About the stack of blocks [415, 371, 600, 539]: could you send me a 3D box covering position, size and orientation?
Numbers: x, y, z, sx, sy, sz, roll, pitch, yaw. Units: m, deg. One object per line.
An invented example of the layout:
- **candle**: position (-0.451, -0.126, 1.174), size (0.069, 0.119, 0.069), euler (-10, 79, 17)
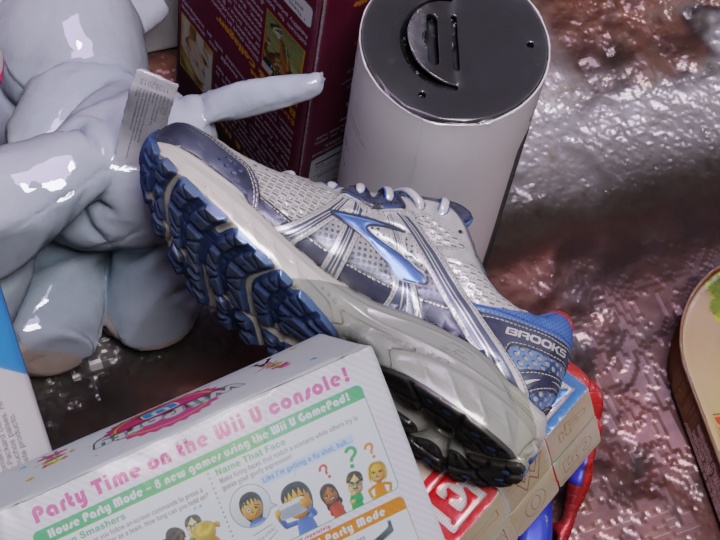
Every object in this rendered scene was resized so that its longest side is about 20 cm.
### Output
- **stack of blocks**: position (-0.005, 0.103, 0.702), size (0.115, 0.059, 0.200), euler (37, 76, 28)

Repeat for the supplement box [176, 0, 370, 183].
- **supplement box**: position (-0.023, -0.125, 0.780), size (0.085, 0.200, 0.111), euler (-30, 68, -22)

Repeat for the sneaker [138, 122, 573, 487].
- **sneaker**: position (0.000, 0.000, 0.667), size (0.200, 0.077, 0.085), euler (38, 62, 1)

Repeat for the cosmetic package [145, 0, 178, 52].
- **cosmetic package**: position (-0.120, -0.173, 0.849), size (0.198, 0.113, 0.082), euler (-15, 63, -15)

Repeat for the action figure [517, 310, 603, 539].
- **action figure**: position (0.069, 0.109, 0.746), size (0.065, 0.052, 0.201), euler (18, 67, -1)

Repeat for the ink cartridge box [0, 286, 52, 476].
- **ink cartridge box**: position (-0.221, 0.068, 0.588), size (0.199, 0.084, 0.147), euler (-19, 95, -33)

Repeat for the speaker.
- **speaker**: position (0.029, -0.046, 0.741), size (0.080, 0.200, 0.082), euler (2, 61, -4)

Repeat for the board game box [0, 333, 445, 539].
- **board game box**: position (-0.035, 0.144, 0.597), size (0.147, 0.064, 0.201), euler (-22, 99, -17)

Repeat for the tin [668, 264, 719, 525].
- **tin**: position (0.215, 0.085, 0.782), size (0.111, 0.042, 0.201), euler (-7, 62, -14)

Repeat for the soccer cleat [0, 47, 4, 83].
- **soccer cleat**: position (-0.237, -0.053, 0.648), size (0.199, 0.087, 0.070), euler (-33, 46, -10)

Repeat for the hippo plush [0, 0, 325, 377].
- **hippo plush**: position (-0.146, -0.066, 0.753), size (0.158, 0.201, 0.161), euler (-5, 51, -33)
